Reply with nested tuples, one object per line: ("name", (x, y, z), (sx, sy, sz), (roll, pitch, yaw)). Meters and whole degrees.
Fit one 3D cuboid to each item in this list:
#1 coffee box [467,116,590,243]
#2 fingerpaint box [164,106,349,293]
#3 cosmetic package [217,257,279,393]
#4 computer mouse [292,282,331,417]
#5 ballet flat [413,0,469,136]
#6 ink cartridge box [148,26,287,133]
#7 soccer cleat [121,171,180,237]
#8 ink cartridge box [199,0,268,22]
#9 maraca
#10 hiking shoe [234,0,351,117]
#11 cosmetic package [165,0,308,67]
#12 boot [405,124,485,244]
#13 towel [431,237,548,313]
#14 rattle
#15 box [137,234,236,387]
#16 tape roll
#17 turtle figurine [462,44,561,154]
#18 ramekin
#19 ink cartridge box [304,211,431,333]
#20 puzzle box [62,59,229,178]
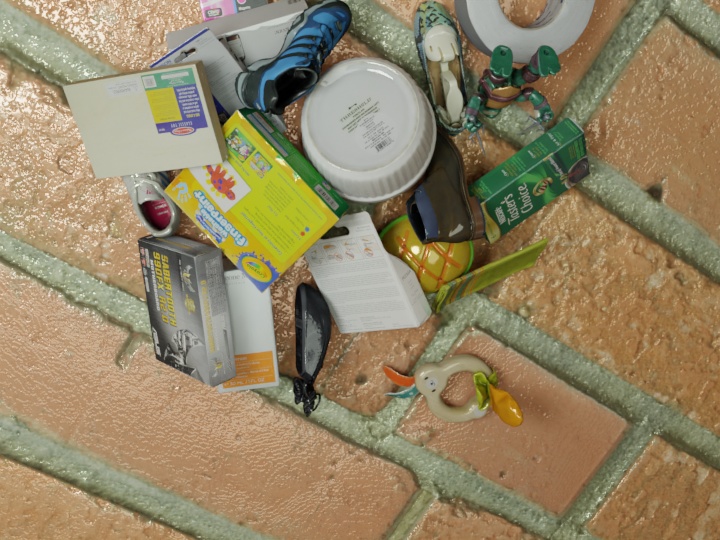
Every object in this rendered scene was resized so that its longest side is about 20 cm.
("coffee box", (0.260, -0.136, 1.210), (0.199, 0.044, 0.123), (-34, 147, 2))
("fingerpaint box", (-0.144, -0.100, 1.095), (0.200, 0.073, 0.167), (46, 112, -5))
("cosmetic package", (-0.185, 0.083, 1.219), (0.101, 0.071, 0.202), (-7, 108, -8))
("computer mouse", (-0.074, 0.119, 1.231), (0.052, 0.138, 0.202), (0, 95, -13))
("ballet flat", (0.128, -0.298, 1.154), (0.074, 0.074, 0.201), (-18, 109, -4))
("ink cartridge box", (-0.195, -0.246, 1.082), (0.099, 0.039, 0.200), (-28, 137, 10))
("soccer cleat", (-0.309, -0.141, 1.116), (0.069, 0.086, 0.201), (-21, 108, -3))
("ink cartridge box", (-0.190, -0.451, 1.069), (0.094, 0.037, 0.202), (-11, 107, -7))
("maraca", (0.077, -0.022, 1.216), (0.198, 0.107, 0.138), (-12, 108, 13))
("hiking shoe", (-0.072, -0.279, 1.043), (0.200, 0.087, 0.074), (-48, 143, -9))
("cosmetic package", (-0.163, -0.313, 1.093), (0.199, 0.051, 0.083), (-18, 139, -3))
("boot", (0.105, -0.129, 1.152), (0.096, 0.075, 0.201), (-15, 69, -22))
("towel", (0.207, 0.008, 1.239), (0.199, 0.086, 0.018), (-24, 71, -17))
("rattle", (0.144, 0.215, 1.287), (0.199, 0.143, 0.131), (13, 123, -20))
("box", (-0.258, 0.055, 1.154), (0.048, 0.158, 0.202), (-20, 115, -40))
("tape roll", (0.240, -0.407, 1.140), (0.199, 0.066, 0.202), (-3, 108, -10))
("turtle figurine", (0.210, -0.254, 1.138), (0.149, 0.200, 0.101), (-20, 75, -12))
("ramekin", (0.008, -0.204, 1.101), (0.198, 0.105, 0.202), (-1, 84, 6))
("ink cartridge box", (0.000, 0.000, 1.189), (0.160, 0.050, 0.201), (-8, 114, 39))
("puzzle box", (-0.283, -0.197, 1.033), (0.198, 0.025, 0.134), (-4, 116, 16))
